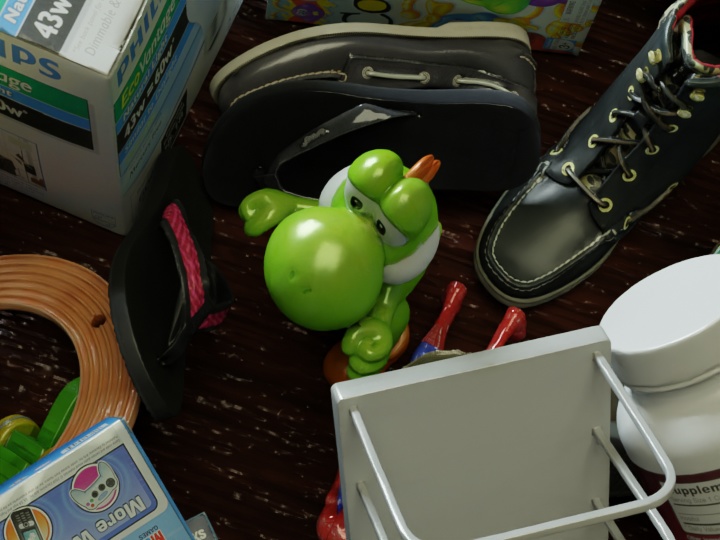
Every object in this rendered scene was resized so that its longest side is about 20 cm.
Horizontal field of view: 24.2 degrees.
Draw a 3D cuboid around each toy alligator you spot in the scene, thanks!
[{"bbox_3d":[-0.196,0.142,0.884,0.059,0.054,0.200,20,62,43],"label":"toy alligator"}]

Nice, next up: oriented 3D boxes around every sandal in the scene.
[{"bbox_3d":[0.002,-0.069,0.949,0.198,0.077,0.043,-5,33,11],"label":"sandal"},{"bbox_3d":[-0.094,-0.004,0.899,0.045,0.076,0.201,-13,36,14],"label":"sandal"}]

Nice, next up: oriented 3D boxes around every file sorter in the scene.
[{"bbox_3d":[0.074,0.155,0.810,0.137,0.202,0.125,-12,34,-11],"label":"file sorter"}]

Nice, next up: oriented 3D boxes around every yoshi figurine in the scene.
[{"bbox_3d":[-0.015,0.004,0.876,0.111,0.200,0.113,11,69,-2],"label":"yoshi figurine"}]

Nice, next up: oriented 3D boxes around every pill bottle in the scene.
[{"bbox_3d":[0.201,0.097,0.864,0.113,0.113,0.201,-35,110,-17],"label":"pill bottle"}]

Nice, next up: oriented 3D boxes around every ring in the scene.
[{"bbox_3d":[-0.205,0.076,0.886,0.198,0.019,0.202,-10,49,12],"label":"ring"}]

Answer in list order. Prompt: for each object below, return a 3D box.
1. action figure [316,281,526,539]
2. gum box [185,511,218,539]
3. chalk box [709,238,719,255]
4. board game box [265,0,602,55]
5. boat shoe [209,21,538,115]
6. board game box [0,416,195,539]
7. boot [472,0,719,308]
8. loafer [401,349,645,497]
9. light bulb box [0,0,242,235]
[{"bbox_3d":[0.028,0.103,0.922,0.065,0.052,0.201,26,62,9],"label":"action figure"},{"bbox_3d":[-0.112,0.252,0.855,0.168,0.045,0.201,-24,73,-13],"label":"gum box"},{"bbox_3d":[0.263,-0.005,0.907,0.124,0.200,0.124,36,69,7],"label":"chalk box"},{"bbox_3d":[0.047,-0.208,1.014,0.197,0.105,0.104,7,69,-3],"label":"board game box"},{"bbox_3d":[0.012,-0.102,0.988,0.198,0.073,0.063,-7,67,-13],"label":"boat shoe"},{"bbox_3d":[-0.147,0.204,0.784,0.199,0.056,0.197,-31,95,-15],"label":"board game box"},{"bbox_3d":[0.150,-0.076,0.947,0.203,0.154,0.074,-40,77,-18],"label":"boot"},{"bbox_3d":[0.090,0.074,0.904,0.199,0.075,0.070,17,45,-39],"label":"loafer"},{"bbox_3d":[-0.147,-0.161,0.925,0.124,0.200,0.200,22,69,3],"label":"light bulb box"}]
